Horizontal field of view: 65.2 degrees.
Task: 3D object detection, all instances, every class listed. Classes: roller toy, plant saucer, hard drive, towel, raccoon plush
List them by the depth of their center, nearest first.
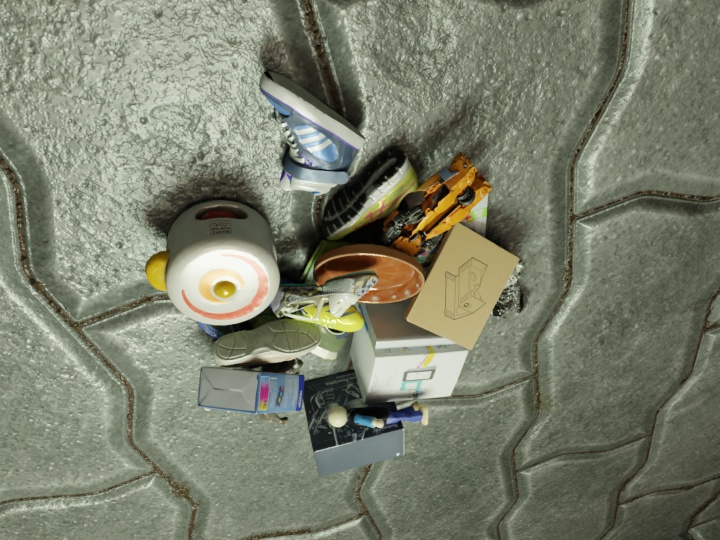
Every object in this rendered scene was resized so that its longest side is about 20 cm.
[{"bbox_3d":[-0.228,-0.009,0.927,0.182,0.141,0.200,-38,130,15],"label":"roller toy"},{"bbox_3d":[0.015,0.005,0.994,0.197,0.033,0.201,3,153,2],"label":"plant saucer"},{"bbox_3d":[0.000,0.000,1.058,0.197,0.023,0.144,10,143,-21],"label":"towel"},{"bbox_3d":[0.107,0.096,1.129,0.197,0.133,0.027,-1,131,-17],"label":"hard drive"},{"bbox_3d":[0.312,0.014,1.179,0.199,0.097,0.135,-8,131,-53],"label":"raccoon plush"}]

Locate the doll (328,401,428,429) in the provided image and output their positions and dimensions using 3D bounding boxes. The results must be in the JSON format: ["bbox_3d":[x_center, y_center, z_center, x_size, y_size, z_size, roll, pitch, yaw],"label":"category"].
[{"bbox_3d":[0.030,0.293,1.130,0.197,0.049,0.136,1,173,-18],"label":"doll"}]

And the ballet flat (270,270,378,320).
[{"bbox_3d":[-0.062,0.049,0.964,0.197,0.073,0.073,-9,134,13],"label":"ballet flat"}]

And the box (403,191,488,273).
[{"bbox_3d":[0.160,-0.067,1.070,0.153,0.041,0.202,-13,131,-8],"label":"box"}]

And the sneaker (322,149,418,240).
[{"bbox_3d":[0.020,-0.110,0.966,0.199,0.079,0.090,-37,137,17],"label":"sneaker"}]

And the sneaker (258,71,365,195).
[{"bbox_3d":[-0.099,-0.188,0.855,0.199,0.081,0.147,24,115,-39],"label":"sneaker"}]

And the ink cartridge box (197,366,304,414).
[{"bbox_3d":[-0.198,0.232,1.093,0.134,0.078,0.200,1,171,24],"label":"ink cartridge box"}]

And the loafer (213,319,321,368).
[{"bbox_3d":[-0.172,0.139,1.042,0.197,0.073,0.063,-7,151,-16],"label":"loafer"}]

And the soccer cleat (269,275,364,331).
[{"bbox_3d":[-0.089,0.077,1.049,0.198,0.084,0.065,24,121,-8],"label":"soccer cleat"}]

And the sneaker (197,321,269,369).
[{"bbox_3d":[-0.245,0.142,1.097,0.078,0.076,0.200,-33,130,16],"label":"sneaker"}]

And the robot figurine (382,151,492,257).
[{"bbox_3d":[0.122,-0.100,0.951,0.199,0.059,0.144,-40,148,15],"label":"robot figurine"}]

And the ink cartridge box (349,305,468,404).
[{"bbox_3d":[0.096,0.169,1.177,0.197,0.148,0.148,-2,131,-16],"label":"ink cartridge box"}]

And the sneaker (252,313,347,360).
[{"bbox_3d":[-0.109,0.106,1.122,0.198,0.067,0.091,25,105,-30],"label":"sneaker"}]

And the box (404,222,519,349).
[{"bbox_3d":[0.192,0.032,1.057,0.162,0.021,0.202,25,95,-23],"label":"box"}]

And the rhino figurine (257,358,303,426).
[{"bbox_3d":[-0.175,0.251,1.219,0.086,0.060,0.202,15,121,-14],"label":"rhino figurine"}]

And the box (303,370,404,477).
[{"bbox_3d":[-0.019,0.329,1.253,0.197,0.183,0.105,-12,133,-8],"label":"box"}]
